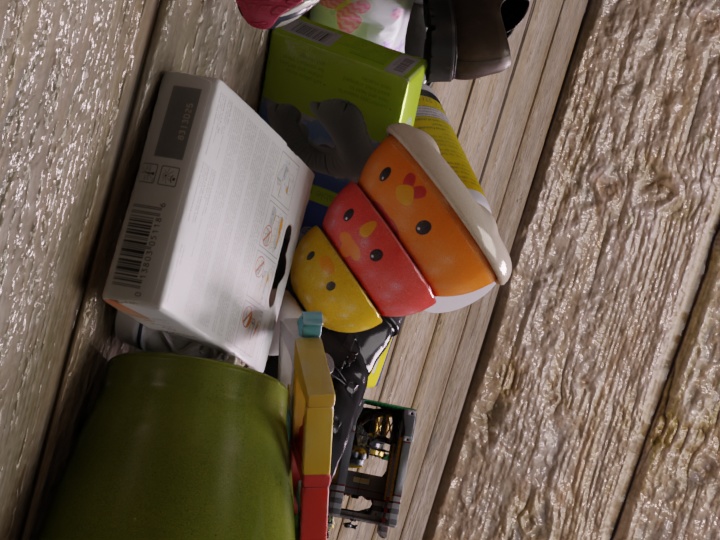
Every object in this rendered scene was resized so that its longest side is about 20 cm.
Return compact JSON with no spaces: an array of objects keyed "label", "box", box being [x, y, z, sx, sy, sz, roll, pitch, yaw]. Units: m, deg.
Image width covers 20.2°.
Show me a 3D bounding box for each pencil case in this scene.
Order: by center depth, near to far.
[{"label":"pencil case","box":[0.002,-0.201,1.651,0.200,0.090,0.083,95,17,-50]}]

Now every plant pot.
[{"label":"plant pot","box":[-0.128,0.162,1.395,0.200,0.200,0.194,69,28,-74]}]

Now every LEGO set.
[{"label":"LEGO set","box":[-0.049,0.159,1.681,0.154,0.199,0.116,-5,-107,62]}]

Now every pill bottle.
[{"label":"pill bottle","box":[0.053,-0.065,1.828,0.111,0.111,0.200,93,-23,-57]}]

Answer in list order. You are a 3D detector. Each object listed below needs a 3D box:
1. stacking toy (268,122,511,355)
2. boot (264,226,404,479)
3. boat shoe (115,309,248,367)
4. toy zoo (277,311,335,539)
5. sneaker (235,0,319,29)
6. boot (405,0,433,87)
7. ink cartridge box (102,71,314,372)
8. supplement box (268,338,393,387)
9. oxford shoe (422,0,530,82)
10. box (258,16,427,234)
[{"label":"stacking toy","box":[0.000,0.000,1.505,0.200,0.146,0.146,-37,166,-2]},{"label":"boot","box":[-0.070,0.075,1.584,0.200,0.165,0.066,-62,-171,-28]},{"label":"boat shoe","box":[-0.118,0.044,1.457,0.202,0.086,0.075,77,33,-72]},{"label":"toy zoo","box":[-0.041,0.122,1.439,0.131,0.020,0.201,-115,-154,-65]},{"label":"sneaker","box":[-0.035,-0.224,1.441,0.200,0.080,0.075,-60,167,-49]},{"label":"boot","box":[0.043,-0.256,1.826,0.200,0.072,0.183,54,42,-86]},{"label":"ink cartridge box","box":[-0.100,-0.029,1.395,0.200,0.050,0.163,45,57,-68]},{"label":"supplement box","box":[-0.033,0.041,1.837,0.200,0.109,0.110,14,94,-79]},{"label":"oxford shoe","box":[0.092,-0.218,1.625,0.073,0.084,0.200,92,-2,-46]},{"label":"box","box":[-0.025,-0.091,1.606,0.048,0.122,0.201,-47,153,-53]}]
